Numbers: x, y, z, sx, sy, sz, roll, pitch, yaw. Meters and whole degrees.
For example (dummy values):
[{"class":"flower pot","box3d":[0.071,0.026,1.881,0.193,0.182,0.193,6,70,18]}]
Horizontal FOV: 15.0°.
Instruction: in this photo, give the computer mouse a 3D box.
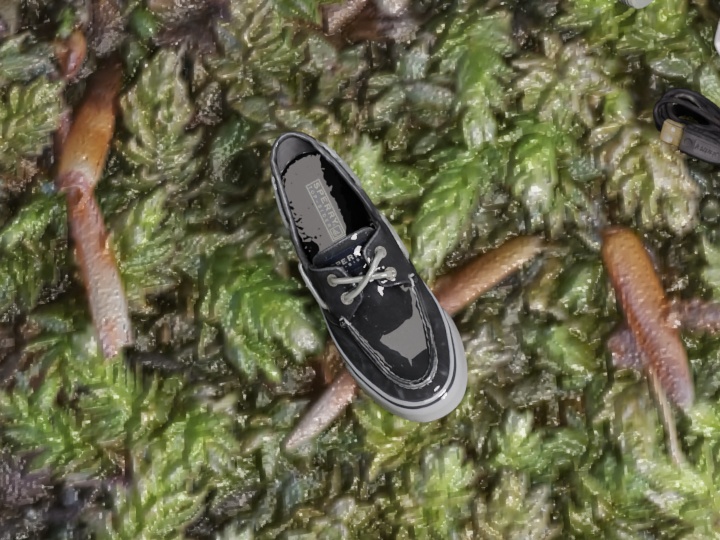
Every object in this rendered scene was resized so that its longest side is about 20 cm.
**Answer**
[{"class":"computer mouse","box3d":[0.258,-0.149,1.659,0.109,0.044,0.200,19,81,25]}]

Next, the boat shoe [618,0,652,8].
[{"class":"boat shoe","box3d":[0.203,-0.259,1.698,0.064,0.071,0.200,35,83,22]}]

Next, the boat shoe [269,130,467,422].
[{"class":"boat shoe","box3d":[0.000,0.000,1.653,0.072,0.068,0.200,-27,65,4]}]
